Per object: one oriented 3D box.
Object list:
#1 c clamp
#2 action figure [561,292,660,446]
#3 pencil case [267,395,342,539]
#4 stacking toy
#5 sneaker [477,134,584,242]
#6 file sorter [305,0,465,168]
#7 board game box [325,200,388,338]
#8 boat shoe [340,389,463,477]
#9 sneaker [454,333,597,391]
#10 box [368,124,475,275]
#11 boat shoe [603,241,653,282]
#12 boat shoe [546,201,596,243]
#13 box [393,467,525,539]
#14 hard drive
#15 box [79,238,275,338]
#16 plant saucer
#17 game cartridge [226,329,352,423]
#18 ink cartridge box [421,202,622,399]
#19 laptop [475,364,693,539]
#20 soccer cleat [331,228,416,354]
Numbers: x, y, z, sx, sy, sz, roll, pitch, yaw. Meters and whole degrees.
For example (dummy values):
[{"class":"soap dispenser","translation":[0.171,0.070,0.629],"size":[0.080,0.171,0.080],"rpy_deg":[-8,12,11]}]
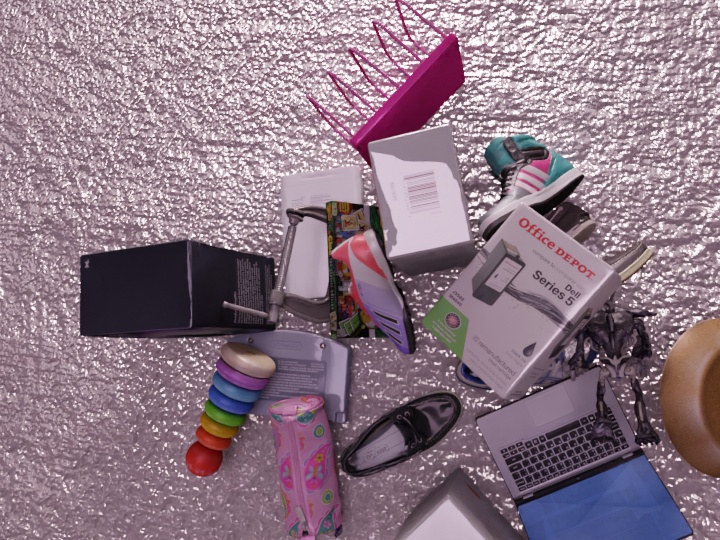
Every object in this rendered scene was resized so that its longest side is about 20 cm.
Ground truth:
[{"class":"c clamp","translation":[-0.085,-0.011,0.899],"size":[0.171,0.027,0.200],"rpy_deg":[25,67,-24]},{"class":"action figure","translation":[0.318,0.118,0.803],"size":[0.119,0.102,0.200],"rpy_deg":[-2,65,10]},{"class":"pencil case","translation":[-0.078,0.280,0.898],"size":[0.087,0.087,0.200],"rpy_deg":[-6,95,13]},{"class":"stacking toy","translation":[-0.203,0.210,0.929],"size":[0.085,0.085,0.200],"rpy_deg":[28,95,15]},{"class":"sneaker","translation":[0.207,-0.125,0.877],"size":[0.200,0.084,0.121],"rpy_deg":[-30,67,-31]},{"class":"file sorter","translation":[0.037,-0.273,0.935],"size":[0.200,0.139,0.125],"rpy_deg":[-46,74,4]},{"class":"board game box","translation":[0.000,0.000,0.933],"size":[0.023,0.105,0.200],"rpy_deg":[-13,77,52]},{"class":"boat shoe","translation":[0.055,0.236,0.901],"size":[0.199,0.066,0.075],"rpy_deg":[-27,77,9]},{"class":"sneaker","translation":[0.228,0.128,0.864],"size":[0.200,0.088,0.075],"rpy_deg":[-17,77,9]},{"class":"box","translation":[0.091,-0.084,0.857],"size":[0.106,0.200,0.152],"rpy_deg":[-11,80,10]},{"class":"boat shoe","translation":[0.302,0.014,0.868],"size":[0.200,0.073,0.065],"rpy_deg":[-34,82,7]},{"class":"boat shoe","translation":[0.239,-0.021,0.897],"size":[0.200,0.067,0.057],"rpy_deg":[-38,60,1]},{"class":"box","translation":[0.134,0.357,0.797],"size":[0.106,0.200,0.152],"rpy_deg":[-45,75,3]},{"class":"hard drive","translation":[-0.057,-0.056,0.987],"size":[0.132,0.027,0.200],"rpy_deg":[-6,81,12]},{"class":"box","translation":[-0.260,0.036,0.917],"size":[0.200,0.198,0.123],"rpy_deg":[-6,81,25]},{"class":"plant saucer","translation":[0.465,0.159,0.781],"size":[0.200,0.035,0.200],"rpy_deg":[1,85,-17]},{"class":"game cartridge","translation":[-0.112,0.158,0.968],"size":[0.200,0.040,0.133],"rpy_deg":[3,87,14]},{"class":"ink cartridge box","translation":[0.200,0.039,0.789],"size":[0.145,0.084,0.200],"rpy_deg":[43,100,28]},{"class":"laptop","translation":[0.278,0.259,0.816],"size":[0.187,0.116,0.200],"rpy_deg":[-26,89,8]},{"class":"soccer cleat","translation":[0.025,0.039,0.899],"size":[0.073,0.068,0.200],"rpy_deg":[-21,113,4]}]
